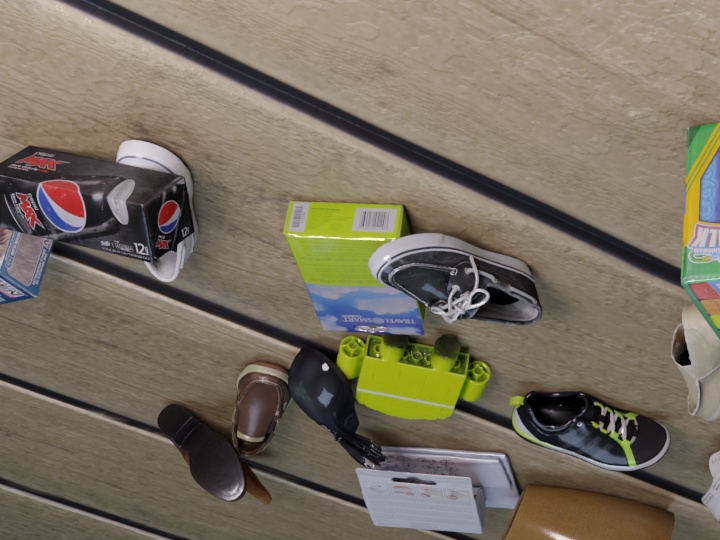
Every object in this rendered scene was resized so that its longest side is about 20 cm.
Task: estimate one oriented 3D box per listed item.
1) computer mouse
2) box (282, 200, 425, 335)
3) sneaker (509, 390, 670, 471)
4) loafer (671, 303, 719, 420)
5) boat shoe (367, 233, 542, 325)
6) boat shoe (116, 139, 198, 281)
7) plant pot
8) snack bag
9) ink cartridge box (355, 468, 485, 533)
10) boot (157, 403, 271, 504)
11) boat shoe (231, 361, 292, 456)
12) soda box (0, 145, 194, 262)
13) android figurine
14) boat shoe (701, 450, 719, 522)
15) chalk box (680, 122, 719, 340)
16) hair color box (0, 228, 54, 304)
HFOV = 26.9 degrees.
[{"bbox_3d":[-0.043,0.170,1.848,0.138,0.053,0.200,37,160,31],"label":"computer mouse"},{"bbox_3d":[0.000,0.000,1.567,0.122,0.048,0.200,3,151,13],"label":"box"},{"bbox_3d":[0.275,0.188,1.800,0.199,0.072,0.083,9,151,3],"label":"sneaker"},{"bbox_3d":[0.363,0.089,1.590,0.068,0.076,0.200,7,143,9],"label":"loafer"},{"bbox_3d":[0.098,0.019,1.496,0.199,0.068,0.074,16,130,-38],"label":"boat shoe"},{"bbox_3d":[-0.204,-0.055,1.516,0.073,0.066,0.200,5,151,13],"label":"boat shoe"},{"bbox_3d":[0.301,0.377,2.058,0.199,0.187,0.187,24,153,4],"label":"plant pot"},{"bbox_3d":[0.126,0.295,2.106,0.188,0.021,0.200,1,151,16],"label":"snack bag"},{"bbox_3d":[0.085,0.302,2.067,0.160,0.047,0.200,3,149,11],"label":"ink cartridge box"},{"bbox_3d":[-0.180,0.285,2.065,0.188,0.069,0.200,31,167,38],"label":"boot"},{"bbox_3d":[-0.129,0.185,1.930,0.074,0.075,0.202,12,152,-2],"label":"boat shoe"},{"bbox_3d":[-0.262,-0.066,1.445,0.199,0.071,0.064,12,123,29],"label":"soda box"},{"bbox_3d":[0.060,0.125,1.790,0.181,0.041,0.200,10,152,1],"label":"android figurine"},{"bbox_3d":[0.462,0.243,1.848,0.066,0.072,0.200,37,153,26],"label":"boat shoe"},{"bbox_3d":[0.345,-0.015,1.257,0.124,0.201,0.125,-6,148,29],"label":"chalk box"},{"bbox_3d":[-0.427,-0.012,1.639,0.200,0.100,0.061,-11,144,34],"label":"hair color box"}]
